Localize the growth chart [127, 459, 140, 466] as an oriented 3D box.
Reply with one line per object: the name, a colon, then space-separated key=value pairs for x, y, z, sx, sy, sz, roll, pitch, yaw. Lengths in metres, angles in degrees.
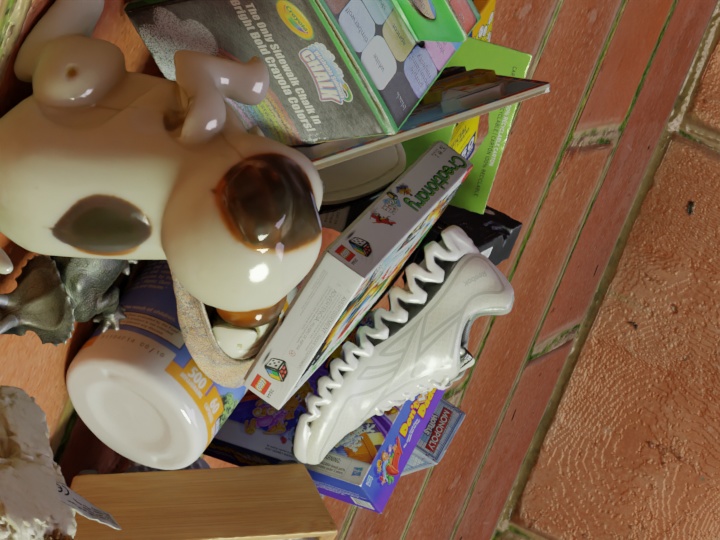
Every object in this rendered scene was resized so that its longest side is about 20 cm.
growth chart: x=-0.135 y=0.038 z=1.887 sx=0.200 sy=0.018 sz=0.145 roll=-60 pitch=165 yaw=-23

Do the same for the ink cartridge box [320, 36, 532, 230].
ink cartridge box: x=0.006 y=-0.104 z=1.759 sx=0.076 sy=0.200 sz=0.148 roll=-78 pitch=-177 yaw=-56

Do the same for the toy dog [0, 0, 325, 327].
toy dog: x=-0.113 y=-0.053 z=1.429 sx=0.194 sy=0.200 sz=0.140 roll=-50 pitch=159 yaw=-48

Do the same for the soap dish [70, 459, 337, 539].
soap dish: x=-0.127 y=0.194 z=1.796 sx=0.157 sy=0.200 sz=0.081 roll=116 pitch=-31 yaw=-69

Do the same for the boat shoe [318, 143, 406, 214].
boat shoe: x=-0.067 y=-0.054 z=1.697 sx=0.200 sy=0.074 sz=0.060 roll=-15 pitch=151 yaw=-18

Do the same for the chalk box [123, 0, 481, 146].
chalk box: x=-0.019 y=-0.162 z=1.536 sx=0.124 sy=0.200 sz=0.125 roll=-54 pitch=126 yaw=-38

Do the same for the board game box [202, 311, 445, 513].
board game box: x=-0.044 y=0.087 z=1.848 sx=0.135 sy=0.200 sz=0.045 roll=-61 pitch=146 yaw=-21

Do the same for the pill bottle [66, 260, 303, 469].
pill bottle: x=-0.112 y=0.035 z=1.768 sx=0.200 sy=0.112 sz=0.112 roll=-54 pitch=163 yaw=-36

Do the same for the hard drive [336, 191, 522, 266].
hard drive: x=0.012 y=-0.053 z=1.893 sx=0.038 sy=0.200 sz=0.140 roll=-67 pitch=167 yaw=16

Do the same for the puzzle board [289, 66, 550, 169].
puzzle board: x=0.005 y=-0.099 z=1.622 sx=0.200 sy=0.151 sz=0.017 roll=-20 pitch=103 yaw=-18

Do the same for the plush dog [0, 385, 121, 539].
plush dog: x=-0.255 y=0.178 z=1.472 sx=0.172 sy=0.161 sz=0.200 roll=-42 pitch=172 yaw=19

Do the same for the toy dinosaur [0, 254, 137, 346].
toy dinosaur: x=-0.165 y=-0.019 z=1.556 sx=0.200 sy=0.077 sz=0.102 roll=-57 pitch=178 yaw=-15

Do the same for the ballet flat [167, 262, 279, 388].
ballet flat: x=-0.089 y=0.008 z=1.631 sx=0.068 sy=0.067 sz=0.200 roll=-44 pitch=134 yaw=-27

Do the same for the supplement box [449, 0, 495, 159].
supplement box: x=0.031 y=-0.145 z=1.992 sx=0.109 sy=0.109 sz=0.200 roll=-56 pitch=163 yaw=-33

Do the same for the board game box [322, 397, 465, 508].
board game box: x=-0.025 y=0.121 z=2.013 sx=0.062 sy=0.200 sz=0.200 roll=-57 pitch=169 yaw=-37

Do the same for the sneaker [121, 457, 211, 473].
sneaker: x=-0.185 y=0.233 z=1.920 sx=0.200 sy=0.075 sz=0.105 roll=-53 pitch=163 yaw=-29

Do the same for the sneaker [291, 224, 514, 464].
sneaker: x=0.028 y=0.065 z=1.758 sx=0.200 sy=0.081 sz=0.075 roll=-50 pitch=178 yaw=0

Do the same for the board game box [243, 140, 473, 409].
board game box: x=0.000 y=0.000 z=1.689 sx=0.126 sy=0.035 sz=0.200 roll=-57 pitch=174 yaw=34
